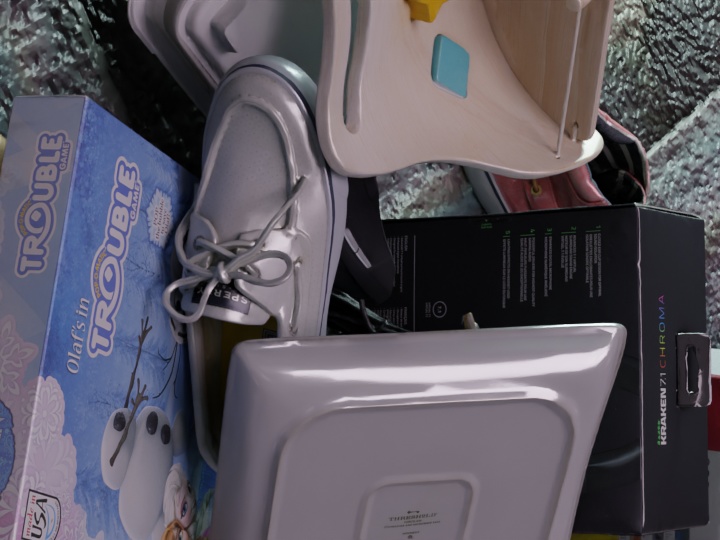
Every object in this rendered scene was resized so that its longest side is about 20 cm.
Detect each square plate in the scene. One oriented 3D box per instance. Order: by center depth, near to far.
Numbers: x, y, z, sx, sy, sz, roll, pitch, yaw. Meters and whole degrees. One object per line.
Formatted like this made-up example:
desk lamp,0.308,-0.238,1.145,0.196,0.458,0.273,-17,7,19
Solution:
square plate,0.025,0.116,0.943,0.198,0.029,0.200,-2,124,-17

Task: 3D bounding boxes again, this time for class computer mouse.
computer mouse,0.000,0.000,0.979,0.046,0.140,0.201,-46,150,-23

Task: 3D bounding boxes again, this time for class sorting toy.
sorting toy,0.044,-0.130,0.913,0.180,0.106,0.201,-33,139,-42

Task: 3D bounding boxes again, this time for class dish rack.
dish rack,-0.018,-0.141,0.978,0.172,0.043,0.200,-47,154,-4

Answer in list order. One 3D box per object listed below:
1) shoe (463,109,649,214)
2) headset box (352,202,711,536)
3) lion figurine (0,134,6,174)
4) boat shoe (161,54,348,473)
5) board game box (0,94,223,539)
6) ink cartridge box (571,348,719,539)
shoe,0.147,-0.023,1.217,0.201,0.090,0.072,55,51,-29
headset box,0.097,0.056,1.067,0.092,0.199,0.176,6,82,-56
lion figurine,-0.206,-0.051,0.858,0.200,0.072,0.124,36,52,-56
boat shoe,-0.058,0.004,0.905,0.086,0.074,0.204,-37,136,-61
board game box,-0.115,0.045,0.909,0.199,0.043,0.202,35,59,-64
ink cartridge box,0.208,0.155,1.216,0.144,0.145,0.202,-4,95,-47
